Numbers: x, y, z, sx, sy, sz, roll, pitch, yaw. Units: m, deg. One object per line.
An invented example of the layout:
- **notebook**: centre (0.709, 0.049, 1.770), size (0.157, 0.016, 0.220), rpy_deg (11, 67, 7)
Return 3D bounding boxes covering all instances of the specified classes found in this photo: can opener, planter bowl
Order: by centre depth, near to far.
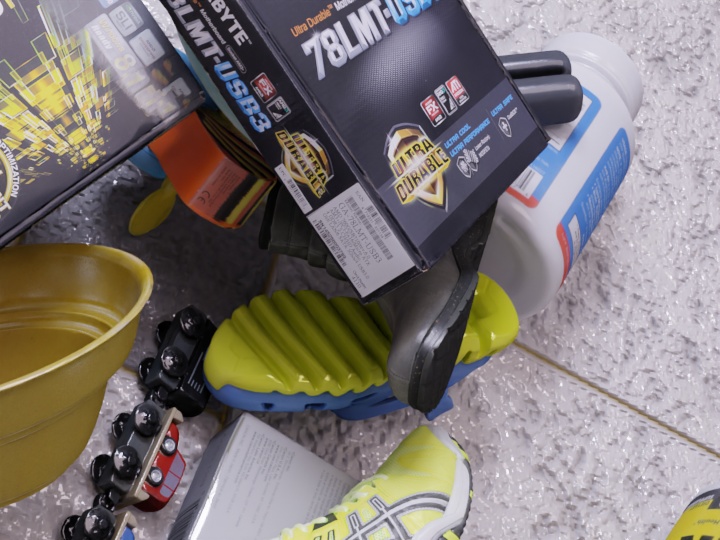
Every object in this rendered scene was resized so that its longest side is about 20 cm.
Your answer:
- **planter bowl**: centre (-0.190, 0.062, 0.742), size (0.199, 0.199, 0.084), rpy_deg (-27, 117, -39)
- **can opener**: centre (0.038, -0.118, 0.937), size (0.197, 0.067, 0.054), rpy_deg (-7, 43, -7)

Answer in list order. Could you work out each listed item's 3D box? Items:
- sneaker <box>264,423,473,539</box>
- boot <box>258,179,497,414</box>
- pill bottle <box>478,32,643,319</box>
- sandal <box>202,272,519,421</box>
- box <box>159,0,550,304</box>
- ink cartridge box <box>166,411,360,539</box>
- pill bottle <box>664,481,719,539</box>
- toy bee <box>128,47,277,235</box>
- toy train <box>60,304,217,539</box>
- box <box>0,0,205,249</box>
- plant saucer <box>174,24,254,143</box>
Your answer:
- **sneaker**: centre (-0.007, 0.147, 0.783), size (0.076, 0.075, 0.201), rpy_deg (41, 49, -7)
- **boot**: centre (0.000, 0.000, 0.852), size (0.129, 0.068, 0.201), rpy_deg (16, 30, 3)
- **pill bottle**: centre (0.117, -0.070, 1.019), size (0.112, 0.112, 0.200), rpy_deg (42, 51, -6)
- **sandal**: centre (-0.001, 0.058, 0.892), size (0.198, 0.088, 0.080), rpy_deg (-3, 46, -29)
- **box**: centre (0.003, -0.110, 0.813), size (0.200, 0.049, 0.200), rpy_deg (58, 34, -6)
- **ink cartridge box**: centre (-0.011, 0.178, 0.844), size (0.199, 0.050, 0.110), rpy_deg (34, 52, -14)
- **pill bottle**: centre (0.207, 0.228, 0.914), size (0.114, 0.114, 0.200), rpy_deg (47, 50, -2)
- **toy bee**: centre (-0.093, -0.091, 0.901), size (0.108, 0.130, 0.202), rpy_deg (26, 39, -48)
- **toy train**: centre (-0.118, 0.106, 0.827), size (0.046, 0.034, 0.201), rpy_deg (40, 49, -23)
- **box**: centre (-0.199, -0.121, 0.769), size (0.161, 0.049, 0.201), rpy_deg (-37, 97, -20)
- **plant saucer**: centre (-0.043, -0.126, 0.841), size (0.200, 0.039, 0.203), rpy_deg (31, 44, -36)
